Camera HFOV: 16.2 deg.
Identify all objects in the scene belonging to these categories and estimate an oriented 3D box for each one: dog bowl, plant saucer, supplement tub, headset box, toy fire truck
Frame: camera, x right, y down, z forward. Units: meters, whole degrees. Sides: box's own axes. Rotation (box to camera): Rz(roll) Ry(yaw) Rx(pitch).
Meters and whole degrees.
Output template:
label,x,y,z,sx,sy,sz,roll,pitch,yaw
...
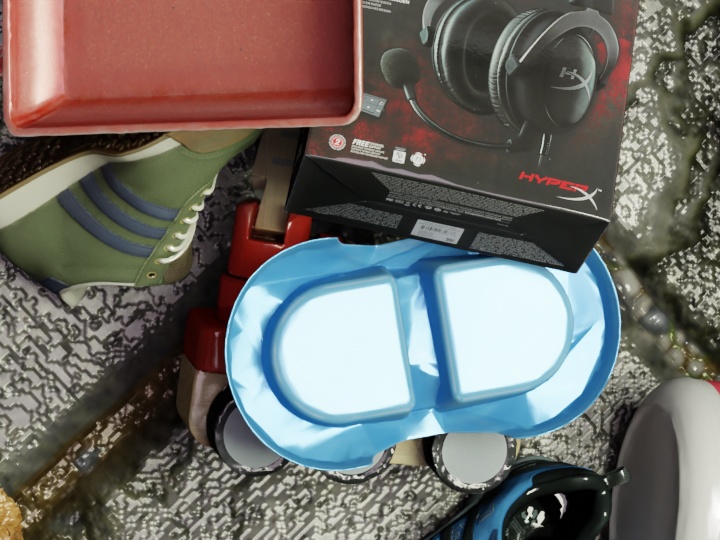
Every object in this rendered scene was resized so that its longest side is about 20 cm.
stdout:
label,x,y,z,sx,sy,sz,roll,pitch,yaw
dog bowl,0.027,0.034,1.248,0.199,0.050,0.112,-9,90,-13
plant saucer,-0.078,-0.164,1.176,0.199,0.037,0.201,0,90,30
supplement tub,0.244,0.135,1.351,0.199,0.140,0.141,7,88,-12
headset box,0.055,-0.115,1.226,0.148,0.077,0.201,13,69,-5
toy fire truck,0.000,0.000,1.321,0.175,0.129,0.201,6,98,-13

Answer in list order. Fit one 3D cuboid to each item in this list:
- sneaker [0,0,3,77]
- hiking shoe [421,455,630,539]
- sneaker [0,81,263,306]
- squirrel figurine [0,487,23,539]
label,x,y,z,sx,sy,sz,roll,pitch,yaw
sneaker,-0.123,-0.127,1.275,0.201,0.067,0.108,31,94,21
hiking shoe,0.052,0.167,1.322,0.074,0.087,0.200,45,70,-7
sneaker,-0.104,-0.037,1.269,0.090,0.200,0.067,52,40,-24
squirrel figurine,-0.239,0.194,1.264,0.186,0.142,0.200,34,68,0
